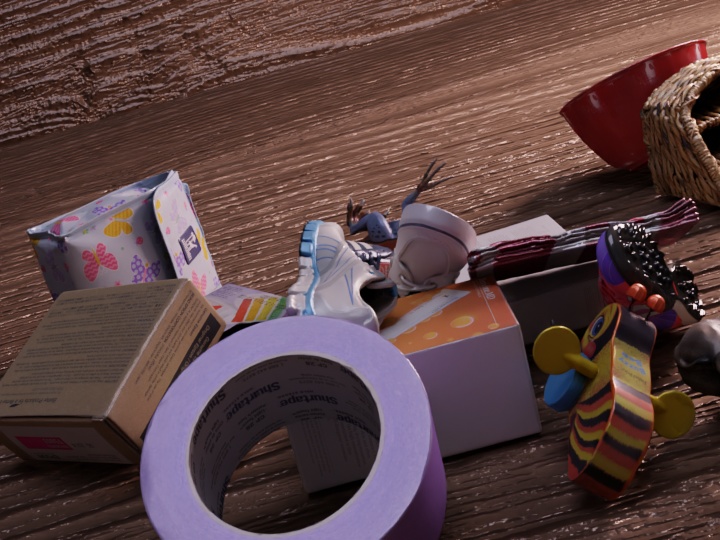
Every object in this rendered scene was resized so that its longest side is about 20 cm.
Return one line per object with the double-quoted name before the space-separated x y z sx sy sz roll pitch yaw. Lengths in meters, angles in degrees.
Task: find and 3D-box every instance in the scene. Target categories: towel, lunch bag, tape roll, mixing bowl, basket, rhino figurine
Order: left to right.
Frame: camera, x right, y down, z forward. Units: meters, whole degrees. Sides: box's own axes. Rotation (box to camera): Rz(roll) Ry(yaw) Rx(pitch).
"lunch bag" -0.268 -0.010 1.270 0.199 0.172 0.126 -30 23 -36
"tape roll" -0.043 0.136 0.718 0.196 0.086 0.202 -7 51 8
"towel" 0.192 -0.022 0.945 0.196 0.023 0.144 -12 -8 6
"mixing bowl" 0.362 -0.194 1.335 0.197 0.110 0.200 -23 -6 -2
"basket" 0.442 -0.171 1.207 0.197 0.145 0.149 -22 20 -18
"rhino figurine" 0.326 0.052 0.826 0.198 0.061 0.087 -17 22 -32

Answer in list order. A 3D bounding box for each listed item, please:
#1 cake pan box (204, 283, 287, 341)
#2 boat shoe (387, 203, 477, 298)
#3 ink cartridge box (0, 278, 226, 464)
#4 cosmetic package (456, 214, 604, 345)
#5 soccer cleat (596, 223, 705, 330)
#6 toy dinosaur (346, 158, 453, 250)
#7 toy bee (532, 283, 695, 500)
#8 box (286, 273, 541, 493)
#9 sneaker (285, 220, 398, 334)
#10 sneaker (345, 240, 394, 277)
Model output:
"cake pan box" -0.150 0.084 1.112 0.183 0.053 0.199 -31 26 -31
"boat shoe" 0.061 0.002 0.959 0.072 0.066 0.200 18 -17 9
"ink cartridge box" -0.248 0.097 1.016 0.198 0.075 0.166 -5 45 37
"cosmetic package" 0.154 0.012 1.073 0.148 0.052 0.200 -15 20 -3
"soccer cleat" 0.228 0.015 0.886 0.072 0.069 0.199 -22 -23 26
"toy dinosaur" 0.062 -0.029 1.272 0.201 0.105 0.181 -55 40 1
"toy bee" 0.184 0.066 0.792 0.129 0.109 0.201 16 31 -28
"box" 0.036 0.090 0.884 0.197 0.099 0.125 -15 19 1
"sneaker" -0.011 0.016 0.890 0.085 0.076 0.201 -6 28 4
"sneaker" 0.000 0.000 1.123 0.083 0.076 0.200 4 3 16
